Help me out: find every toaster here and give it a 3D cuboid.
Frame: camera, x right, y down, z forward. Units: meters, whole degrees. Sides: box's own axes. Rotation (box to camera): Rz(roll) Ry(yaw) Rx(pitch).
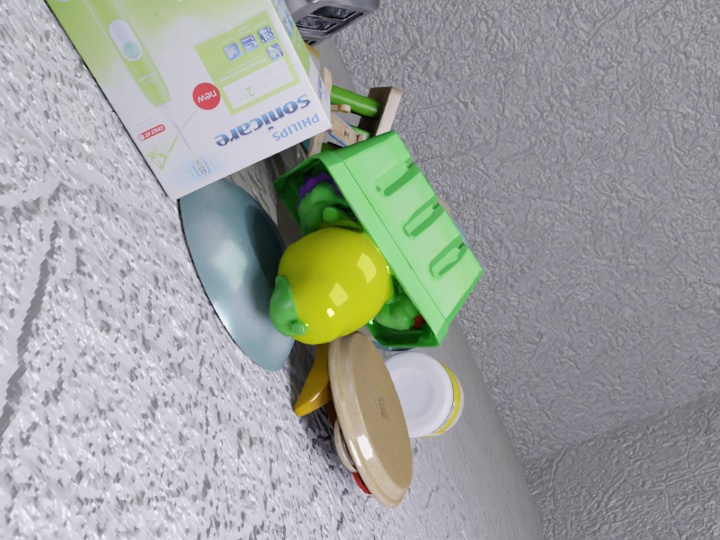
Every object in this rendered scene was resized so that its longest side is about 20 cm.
[{"bbox_3d":[-0.096,-0.360,0.996,0.200,0.180,0.119,-19,88,-58],"label":"toaster"}]

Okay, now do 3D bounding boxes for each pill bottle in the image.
[{"bbox_3d":[0.085,0.177,1.075,0.200,0.112,0.113,41,28,-72],"label":"pill bottle"}]

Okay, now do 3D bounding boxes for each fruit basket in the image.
[{"bbox_3d":[-0.011,-0.004,0.692,0.155,0.215,0.216,-12,-78,66],"label":"fruit basket"}]

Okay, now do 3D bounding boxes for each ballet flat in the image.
[{"bbox_3d":[-0.067,-0.121,0.992,0.200,0.069,0.069,59,5,22],"label":"ballet flat"}]

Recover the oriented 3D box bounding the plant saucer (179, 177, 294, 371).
[{"bbox_3d":[-0.096,-0.009,0.701,0.201,0.039,0.202,-23,90,-81],"label":"plant saucer"}]

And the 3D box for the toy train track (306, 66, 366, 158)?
[{"bbox_3d":[-0.024,-0.184,0.974,0.200,0.032,0.115,18,81,-71],"label":"toy train track"}]

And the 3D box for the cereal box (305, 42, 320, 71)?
[{"bbox_3d":[-0.110,-0.236,0.817,0.144,0.040,0.200,32,22,-19],"label":"cereal box"}]

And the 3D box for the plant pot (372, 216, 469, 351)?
[{"bbox_3d":[0.048,0.023,1.029,0.134,0.200,0.201,-80,148,-52],"label":"plant pot"}]

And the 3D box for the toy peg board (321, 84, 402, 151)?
[{"bbox_3d":[-0.030,-0.192,1.166,0.199,0.097,0.201,-123,-129,-75],"label":"toy peg board"}]

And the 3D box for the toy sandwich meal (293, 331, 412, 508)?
[{"bbox_3d":[-0.009,0.146,0.774,0.205,0.070,0.206,-20,90,-77],"label":"toy sandwich meal"}]

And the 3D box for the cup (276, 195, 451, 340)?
[{"bbox_3d":[0.000,0.000,0.859,0.200,0.199,0.144,44,47,-68],"label":"cup"}]

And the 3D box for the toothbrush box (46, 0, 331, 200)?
[{"bbox_3d":[-0.128,-0.180,0.589,0.086,0.145,0.200,-97,163,-60],"label":"toothbrush box"}]
